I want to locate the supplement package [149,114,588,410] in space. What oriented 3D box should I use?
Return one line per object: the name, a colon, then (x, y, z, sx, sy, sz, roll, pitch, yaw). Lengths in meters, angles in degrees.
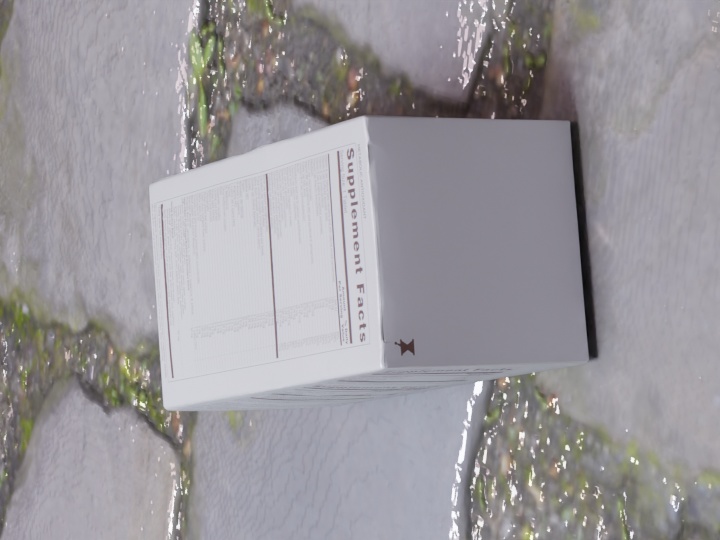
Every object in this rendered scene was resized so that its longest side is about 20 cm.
supplement package: (0.000, 0.000, 1.331, 0.200, 0.109, 0.114, -12, 80, 58)
